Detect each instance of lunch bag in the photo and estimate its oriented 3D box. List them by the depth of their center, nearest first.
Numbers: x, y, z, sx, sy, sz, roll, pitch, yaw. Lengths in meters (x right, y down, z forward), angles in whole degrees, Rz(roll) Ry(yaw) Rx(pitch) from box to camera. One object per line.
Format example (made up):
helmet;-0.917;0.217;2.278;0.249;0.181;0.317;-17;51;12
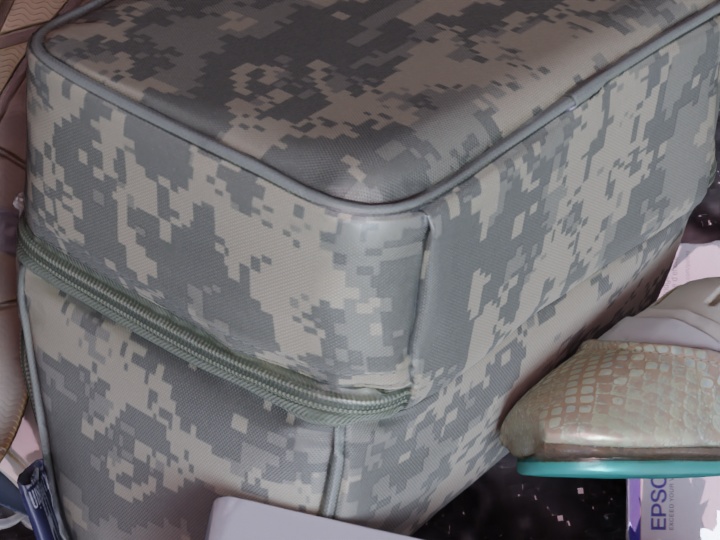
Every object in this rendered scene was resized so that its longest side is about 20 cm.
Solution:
lunch bag;0.000;0.000;0.755;0.139;0.200;0.168;22;126;29

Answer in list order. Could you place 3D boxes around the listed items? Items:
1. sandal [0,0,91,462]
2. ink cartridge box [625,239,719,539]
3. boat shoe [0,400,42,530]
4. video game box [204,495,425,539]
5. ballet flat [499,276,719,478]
sandal;-0.109;-0.029;0.786;0.080;0.054;0.200;20;88;-13
ink cartridge box;0.179;0.040;0.859;0.200;0.039;0.100;2;88;-5
boat shoe;-0.113;0.040;0.826;0.200;0.062;0.075;17;75;-9
video game box;0.038;0.163;0.709;0.200;0.047;0.182;12;121;-3
ballet flat;0.111;0.029;0.767;0.200;0.067;0.063;5;85;-47
